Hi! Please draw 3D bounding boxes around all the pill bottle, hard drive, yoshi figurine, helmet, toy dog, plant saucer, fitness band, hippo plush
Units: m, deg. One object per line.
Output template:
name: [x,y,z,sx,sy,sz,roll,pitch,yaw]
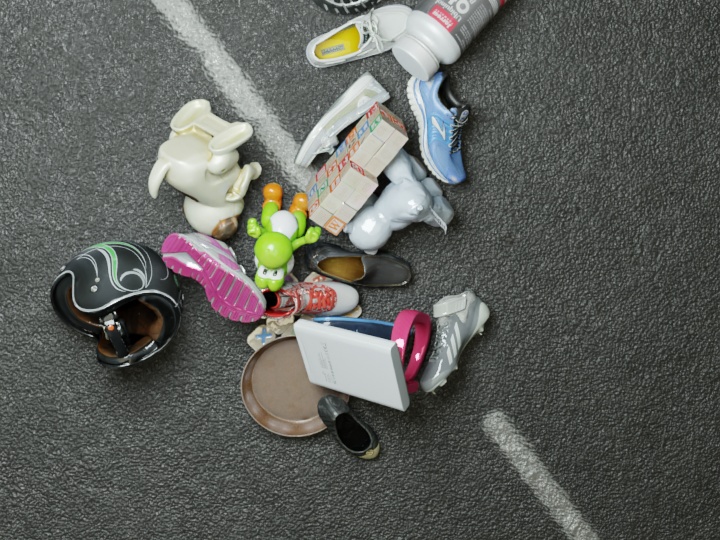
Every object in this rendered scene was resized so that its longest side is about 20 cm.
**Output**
pill bottle: [0.146,-0.417,1.377,0.111,0.111,0.200,41,86,-13]
hard drive: [-0.015,0.157,1.391,0.027,0.199,0.133,-44,132,-40]
yoshi figurine: [-0.133,-0.062,1.373,0.112,0.201,0.112,-16,135,25]
helmet: [-0.402,0.044,1.368,0.199,0.191,0.201,-20,132,-24]
toy dog: [-0.248,-0.142,1.363,0.139,0.201,0.194,22,56,22]
plant saucer: [-0.118,0.206,1.506,0.198,0.035,0.202,-1,107,-3]
fitness band: [0.086,0.142,1.450,0.037,0.200,0.145,11,88,17]
hippo plush: [0.060,-0.093,1.428,0.160,0.201,0.159,-37,136,20]

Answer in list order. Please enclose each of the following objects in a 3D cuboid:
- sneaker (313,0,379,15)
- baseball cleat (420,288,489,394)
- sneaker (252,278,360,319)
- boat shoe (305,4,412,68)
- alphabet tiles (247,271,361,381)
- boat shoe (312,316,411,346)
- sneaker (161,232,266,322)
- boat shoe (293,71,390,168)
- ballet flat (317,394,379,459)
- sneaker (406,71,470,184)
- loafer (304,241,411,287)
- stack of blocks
sneaker: [0.009,-0.498,1.383,0.198,0.078,0.091,-17,72,4]
baseball cleat: [0.151,0.121,1.503,0.106,0.070,0.200,45,68,-15]
sneaker: [-0.095,0.055,1.436,0.199,0.108,0.068,7,100,-8]
boat shoe: [0.005,-0.396,1.386,0.200,0.086,0.075,-19,104,-6]
alphabet tiles: [-0.102,0.100,1.507,0.195,0.015,0.200,-43,103,2]
boat shoe: [0.007,0.120,1.466,0.198,0.084,0.069,9,86,-25]
sneaker: [-0.228,0.001,1.370,0.200,0.088,0.081,43,118,0]
boat shoe: [-0.036,-0.249,1.419,0.065,0.074,0.202,42,86,-9]
ballet flat: [-0.020,0.296,1.506,0.066,0.057,0.200,-38,131,0]
sneaker: [0.147,-0.246,1.424,0.089,0.078,0.202,-9,107,36]
loafer: [0.000,0.000,1.465,0.198,0.072,0.073,7,106,-14]
stack of blocks: [-0.007,-0.171,1.379,0.058,0.116,0.200,32,113,-24]
